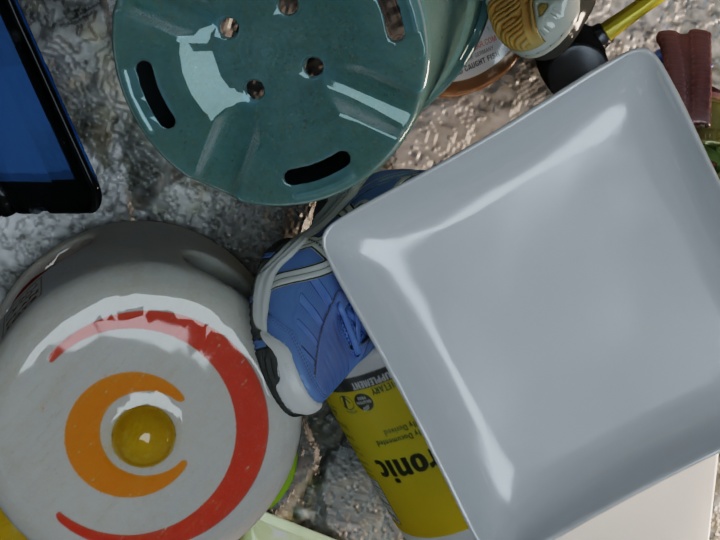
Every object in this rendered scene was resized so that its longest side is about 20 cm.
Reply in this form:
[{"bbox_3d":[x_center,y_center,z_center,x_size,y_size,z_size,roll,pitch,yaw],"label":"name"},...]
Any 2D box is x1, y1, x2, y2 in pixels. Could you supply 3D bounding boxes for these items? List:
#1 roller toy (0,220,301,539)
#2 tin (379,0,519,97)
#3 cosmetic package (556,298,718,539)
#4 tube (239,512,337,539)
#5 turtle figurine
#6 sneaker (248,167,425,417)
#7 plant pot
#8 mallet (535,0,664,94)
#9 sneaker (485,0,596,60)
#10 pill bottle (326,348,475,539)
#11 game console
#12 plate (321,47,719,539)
[{"bbox_3d":[-0.130,0.073,0.812,0.197,0.140,0.185,-2,106,-10],"label":"roller toy"},{"bbox_3d":[0.036,-0.199,0.825,0.111,0.042,0.202,-25,109,-8],"label":"tin"},{"bbox_3d":[0.140,0.113,0.811,0.111,0.081,0.203,1,94,-24],"label":"cosmetic package"},{"bbox_3d":[-0.080,0.257,0.925,0.058,0.052,0.202,19,98,-57],"label":"tube"},{"bbox_3d":[0.193,-0.026,0.823,0.143,0.194,0.201,38,88,-30],"label":"turtle figurine"},{"bbox_3d":[0.000,0.000,0.787,0.076,0.201,0.076,-8,126,30],"label":"sneaker"},{"bbox_3d":[-0.030,-0.135,0.716,0.197,0.197,0.203,2,113,5],"label":"plant pot"},{"bbox_3d":[0.186,-0.166,0.818,0.199,0.066,0.041,-33,112,22],"label":"mallet"},{"bbox_3d":[0.126,-0.178,0.778,0.075,0.202,0.088,-21,129,37],"label":"sneaker"},{"bbox_3d":[0.054,0.103,0.874,0.110,0.111,0.202,-30,110,-2],"label":"pill bottle"},{"bbox_3d":[-0.252,-0.101,0.749,0.169,0.118,0.202,-23,108,-4],"label":"game console"},{"bbox_3d":[0.108,0.020,0.732,0.198,0.032,0.201,-29,90,9],"label":"plate"}]
